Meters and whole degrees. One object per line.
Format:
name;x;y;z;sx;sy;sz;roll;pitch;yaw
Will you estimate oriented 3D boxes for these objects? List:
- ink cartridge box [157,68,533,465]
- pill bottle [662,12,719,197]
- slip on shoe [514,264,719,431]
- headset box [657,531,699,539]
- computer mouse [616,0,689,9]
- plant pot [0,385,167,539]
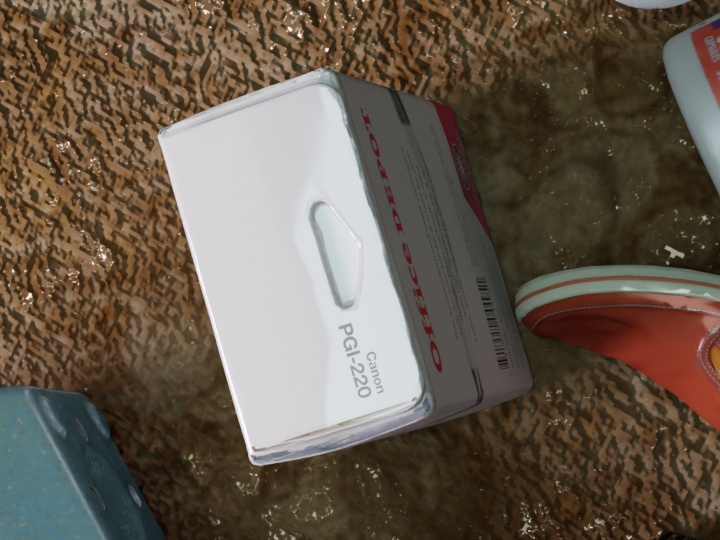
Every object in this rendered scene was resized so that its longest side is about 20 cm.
ink cartridge box;0.000;0.000;0.949;0.084;0.200;0.146;-18;85;14
pill bottle;0.240;-0.090;0.933;0.199;0.111;0.112;-25;83;13
slip on shoe;0.163;0.041;0.970;0.199;0.074;0.061;15;76;9
headset box;0.208;0.176;0.919;0.199;0.149;0.078;15;93;14
computer mouse;0.135;-0.215;1.000;0.109;0.044;0.201;3;84;10
plant pot;-0.194;0.153;1.010;0.199;0.196;0.196;-30;82;4
